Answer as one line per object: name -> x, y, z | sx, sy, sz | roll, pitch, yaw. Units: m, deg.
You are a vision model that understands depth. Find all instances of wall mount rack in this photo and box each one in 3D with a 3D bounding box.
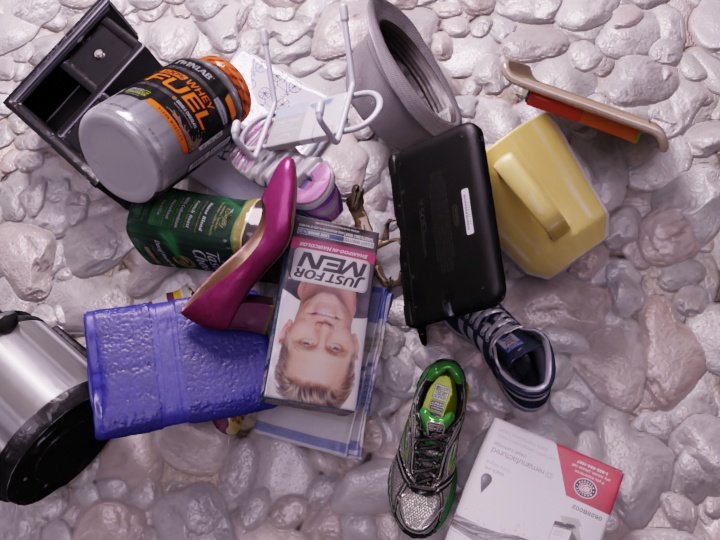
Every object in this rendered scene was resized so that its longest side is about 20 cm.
wall mount rack -> -0.070, -0.216, 0.872 | 0.199, 0.075, 0.174 | -6, 55, 27

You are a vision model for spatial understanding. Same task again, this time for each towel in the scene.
towel -> -0.199, 0.102, 0.822 | 0.199, 0.050, 0.148 | -8, 66, -14
towel -> -0.044, 0.110, 0.867 | 0.146, 0.024, 0.201 | 7, 80, 26

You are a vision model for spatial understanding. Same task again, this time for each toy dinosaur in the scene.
toy dinosaur -> 0.000, 0.000, 0.912 | 0.101, 0.058, 0.201 | 15, 91, 23

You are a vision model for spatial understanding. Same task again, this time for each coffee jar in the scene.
coffee jar -> -0.175, -0.043, 0.902 | 0.199, 0.104, 0.086 | 8, 60, 18

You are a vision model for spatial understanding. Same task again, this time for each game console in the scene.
game console -> 0.097, -0.033, 0.827 | 0.176, 0.116, 0.201 | -19, 68, 37

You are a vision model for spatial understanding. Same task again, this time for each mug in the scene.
mug -> 0.193, -0.069, 0.843 | 0.186, 0.149, 0.153 | -26, 77, -44

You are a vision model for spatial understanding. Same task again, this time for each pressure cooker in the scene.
pressure cooker -> -0.400, 0.143, 0.851 | 0.200, 0.179, 0.176 | 35, 84, 16

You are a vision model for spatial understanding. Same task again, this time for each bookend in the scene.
bookend -> -0.328, -0.223, 0.989 | 0.200, 0.092, 0.199 | 40, 85, 19

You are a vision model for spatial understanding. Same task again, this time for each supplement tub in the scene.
supplement tub -> -0.228, -0.179, 0.895 | 0.122, 0.123, 0.200 | 25, 45, 14

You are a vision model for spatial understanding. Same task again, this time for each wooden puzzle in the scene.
wooden puzzle -> 0.265, -0.189, 0.868 | 0.200, 0.185, 0.037 | 29, 111, 13

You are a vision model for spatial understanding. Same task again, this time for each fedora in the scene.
fedora -> 0.042, -0.231, 0.928 | 0.090, 0.177, 0.200 | -32, 81, 28

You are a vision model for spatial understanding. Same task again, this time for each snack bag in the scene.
snack bag -> -0.147, -0.184, 0.996 | 0.188, 0.021, 0.200 | 33, 81, 15

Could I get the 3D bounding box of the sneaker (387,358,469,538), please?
sneaker -> 0.073, 0.192, 0.818 | 0.078, 0.085, 0.201 | 8, 75, 10

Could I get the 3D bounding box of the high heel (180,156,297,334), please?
high heel -> -0.127, -0.030, 0.791 | 0.096, 0.067, 0.201 | 12, 95, -13

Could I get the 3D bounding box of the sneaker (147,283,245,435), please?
sneaker -> -0.207, 0.118, 0.889 | 0.090, 0.075, 0.200 | -26, 63, -3

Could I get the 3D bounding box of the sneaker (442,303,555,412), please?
sneaker -> 0.149, 0.065, 0.832 | 0.070, 0.109, 0.200 | -35, 72, -4

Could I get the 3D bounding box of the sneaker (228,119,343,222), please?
sneaker -> -0.089, -0.117, 0.924 | 0.081, 0.088, 0.200 | -46, 52, -3

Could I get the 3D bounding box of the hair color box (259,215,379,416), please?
hair color box -> -0.044, 0.050, 0.805 | 0.100, 0.061, 0.201 | 11, 73, -10

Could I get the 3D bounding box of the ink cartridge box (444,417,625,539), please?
ink cartridge box -> 0.170, 0.278, 0.778 | 0.146, 0.083, 0.201 | 21, 77, 13
